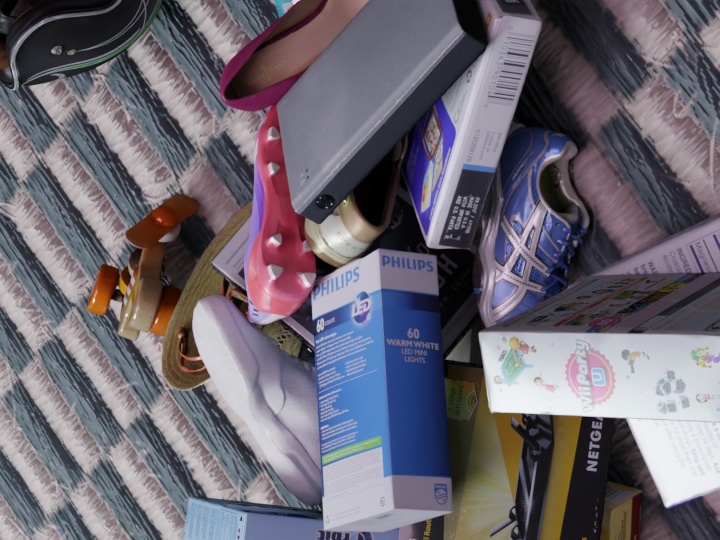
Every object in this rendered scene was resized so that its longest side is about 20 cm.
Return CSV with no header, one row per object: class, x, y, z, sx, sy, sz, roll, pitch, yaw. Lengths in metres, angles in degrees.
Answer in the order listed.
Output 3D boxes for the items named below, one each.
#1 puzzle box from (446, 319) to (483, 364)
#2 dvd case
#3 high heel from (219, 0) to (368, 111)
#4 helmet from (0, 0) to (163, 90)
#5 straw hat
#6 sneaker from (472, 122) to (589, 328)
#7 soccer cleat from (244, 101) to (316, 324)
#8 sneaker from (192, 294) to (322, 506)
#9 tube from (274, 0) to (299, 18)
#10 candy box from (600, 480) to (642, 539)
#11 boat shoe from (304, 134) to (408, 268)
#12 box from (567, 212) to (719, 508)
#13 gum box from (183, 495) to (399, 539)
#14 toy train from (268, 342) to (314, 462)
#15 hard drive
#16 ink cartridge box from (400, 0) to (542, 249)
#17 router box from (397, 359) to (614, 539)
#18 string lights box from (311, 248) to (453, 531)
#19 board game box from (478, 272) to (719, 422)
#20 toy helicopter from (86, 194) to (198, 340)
puzzle box,0.043,0.108,1.740,0.133,0.025,0.201,0,83,39
dvd case,0.000,0.000,1.701,0.200,0.025,0.150,38,82,14
high heel,-0.027,-0.194,1.657,0.200,0.096,0.067,-42,93,19
helmet,-0.257,-0.265,1.798,0.200,0.190,0.200,50,164,20
straw hat,-0.081,0.035,1.817,0.085,0.202,0.201,34,136,-27
sneaker,0.136,-0.017,1.637,0.077,0.076,0.201,2,104,38
soccer cleat,-0.065,-0.052,1.680,0.076,0.067,0.201,-45,37,52
sneaker,-0.062,0.091,1.710,0.200,0.088,0.075,60,161,-20
tube,-0.021,-0.148,1.744,0.077,0.050,0.201,-6,105,50
candy box,0.133,0.218,1.729,0.200,0.055,0.116,13,109,36
boat shoe,0.007,-0.098,1.658,0.066,0.074,0.201,-29,46,44
box,0.284,0.049,1.523,0.200,0.105,0.184,-26,87,41
gum box,-0.043,0.224,1.748,0.200,0.169,0.045,174,104,-73
toy train,-0.049,0.113,1.822,0.034,0.046,0.200,29,136,13
hard drive,0.014,-0.147,1.579,0.200,0.033,0.140,-46,33,27
ink cartridge box,0.075,-0.149,1.624,0.200,0.043,0.199,-110,31,-57
router box,0.113,0.176,1.629,0.157,0.052,0.201,7,91,8
string lights box,0.015,0.094,1.604,0.103,0.059,0.201,-25,64,54
board game box,0.205,0.050,1.423,0.200,0.147,0.065,0,105,39
toy helicopter,-0.186,0.003,1.850,0.079,0.200,0.133,19,100,-10
